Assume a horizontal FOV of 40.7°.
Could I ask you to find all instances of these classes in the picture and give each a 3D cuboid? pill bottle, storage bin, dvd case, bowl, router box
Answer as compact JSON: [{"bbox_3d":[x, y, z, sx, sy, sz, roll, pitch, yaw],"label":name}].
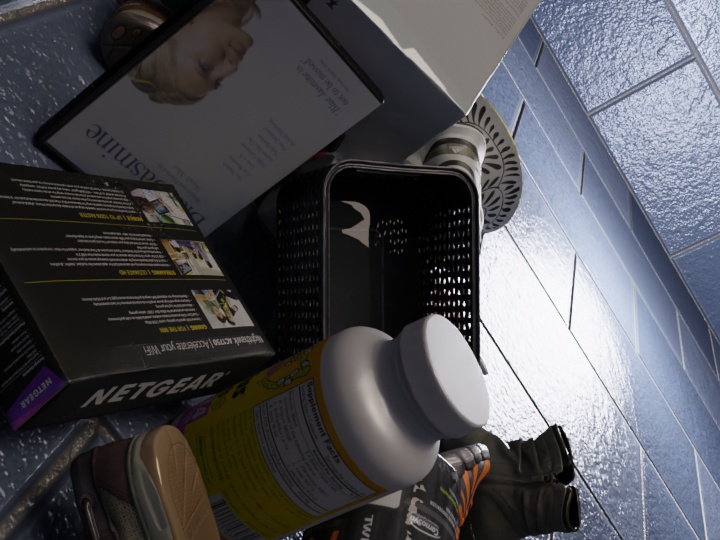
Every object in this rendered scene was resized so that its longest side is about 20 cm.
[{"bbox_3d":[0.000,0.000,0.871,0.200,0.112,0.112,53,25,-20],"label":"pill bottle"},{"bbox_3d":[-0.022,0.101,0.612,0.104,0.200,0.104,45,29,-34],"label":"pill bottle"},{"bbox_3d":[0.012,0.021,0.760,0.135,0.094,0.201,1,87,-27],"label":"storage bin"},{"bbox_3d":[-0.103,-0.107,0.675,0.143,0.200,0.018,42,21,-37],"label":"dvd case"},{"bbox_3d":[0.079,-0.113,1.114,0.094,0.201,0.201,-33,95,-33],"label":"bowl"},{"bbox_3d":[0.005,0.218,0.641,0.106,0.106,0.200,47,37,-30],"label":"pill bottle"},{"bbox_3d":[-0.155,0.010,0.592,0.149,0.051,0.200,56,22,16],"label":"router box"}]

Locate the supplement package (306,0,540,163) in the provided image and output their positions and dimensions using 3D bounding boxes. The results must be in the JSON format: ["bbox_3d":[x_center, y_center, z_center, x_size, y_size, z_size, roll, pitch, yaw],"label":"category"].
[{"bbox_3d":[0.035,-0.213,0.860,0.152,0.151,0.200,42,53,-12],"label":"supplement package"}]

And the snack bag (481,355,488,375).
[{"bbox_3d":[0.073,0.017,1.046,0.189,0.021,0.200,59,2,-5],"label":"snack bag"}]

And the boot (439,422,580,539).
[{"bbox_3d":[0.145,0.177,0.950,0.068,0.130,0.200,37,34,-44],"label":"boot"}]

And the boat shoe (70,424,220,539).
[{"bbox_3d":[-0.107,0.183,0.526,0.072,0.065,0.200,-52,131,-73],"label":"boat shoe"}]

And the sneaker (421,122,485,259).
[{"bbox_3d":[0.076,-0.033,0.905,0.201,0.075,0.116,85,12,-57],"label":"sneaker"}]

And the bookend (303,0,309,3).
[{"bbox_3d":[-0.056,-0.313,1.115,0.200,0.092,0.199,28,41,-53],"label":"bookend"}]

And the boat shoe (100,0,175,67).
[{"bbox_3d":[-0.131,-0.156,0.826,0.200,0.076,0.072,46,26,-35],"label":"boat shoe"}]

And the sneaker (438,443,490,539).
[{"bbox_3d":[0.064,0.221,0.829,0.200,0.077,0.112,-13,80,-54],"label":"sneaker"}]

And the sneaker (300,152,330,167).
[{"bbox_3d":[-0.023,-0.071,0.947,0.200,0.077,0.084,61,14,-21],"label":"sneaker"}]

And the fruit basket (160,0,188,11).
[{"bbox_3d":[-0.087,-0.288,0.818,0.094,0.200,0.185,41,-5,-25],"label":"fruit basket"}]

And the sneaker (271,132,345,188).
[{"bbox_3d":[-0.095,-0.105,0.736,0.200,0.071,0.098,-18,53,-30],"label":"sneaker"}]
